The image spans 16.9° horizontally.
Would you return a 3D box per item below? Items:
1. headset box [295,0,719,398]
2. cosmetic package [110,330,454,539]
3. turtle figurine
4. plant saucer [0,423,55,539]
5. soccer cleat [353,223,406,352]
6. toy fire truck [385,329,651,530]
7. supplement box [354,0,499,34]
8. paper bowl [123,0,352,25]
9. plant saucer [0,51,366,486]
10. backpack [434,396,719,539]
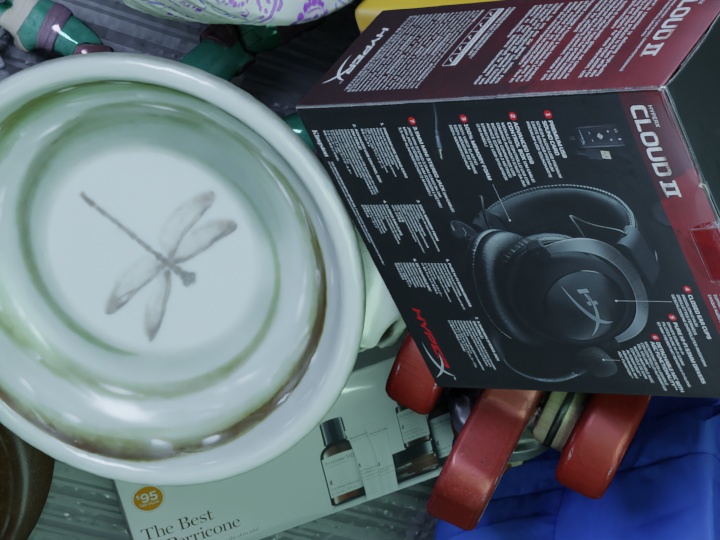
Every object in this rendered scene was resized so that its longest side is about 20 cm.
[{"bbox_3d":[0.094,-0.029,0.953,0.077,0.199,0.149,-51,125,-37],"label":"headset box"},{"bbox_3d":[-0.030,0.082,1.236,0.199,0.051,0.083,-19,121,-8],"label":"cosmetic package"},{"bbox_3d":[-0.102,-0.060,1.113,0.199,0.101,0.150,-22,122,-13],"label":"turtle figurine"},{"bbox_3d":[-0.246,0.105,1.187,0.199,0.035,0.201,-8,120,-13],"label":"plant saucer"},{"bbox_3d":[0.000,0.000,1.124,0.069,0.200,0.078,17,88,1],"label":"soccer cleat"},{"bbox_3d":[0.087,0.035,1.152,0.112,0.168,0.201,25,72,7],"label":"toy fire truck"},{"bbox_3d":[0.111,-0.127,1.071,0.200,0.131,0.103,-49,130,-34],"label":"supplement box"},{"bbox_3d":[-0.064,-0.203,1.010,0.200,0.104,0.202,-6,98,-48],"label":"paper bowl"},{"bbox_3d":[-0.091,-0.005,1.040,0.199,0.050,0.201,5,116,10],"label":"plant saucer"},{"bbox_3d":[0.140,0.148,1.263,0.199,0.168,0.162,-22,133,35],"label":"backpack"}]
